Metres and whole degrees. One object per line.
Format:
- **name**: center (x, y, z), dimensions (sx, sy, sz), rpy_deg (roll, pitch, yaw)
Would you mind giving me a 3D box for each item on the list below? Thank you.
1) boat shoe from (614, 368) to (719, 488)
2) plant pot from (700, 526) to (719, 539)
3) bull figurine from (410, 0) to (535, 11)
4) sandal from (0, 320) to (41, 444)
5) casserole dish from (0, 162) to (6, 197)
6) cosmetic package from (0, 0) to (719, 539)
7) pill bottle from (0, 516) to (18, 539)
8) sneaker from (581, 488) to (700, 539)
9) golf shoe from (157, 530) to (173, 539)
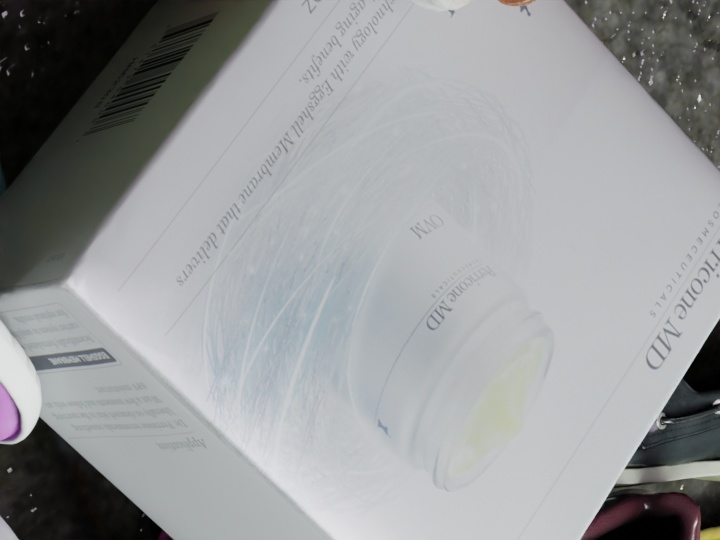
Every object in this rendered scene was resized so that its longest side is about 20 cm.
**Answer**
- **boat shoe**: center (0.122, 0.059, 1.112), dimensions (0.198, 0.074, 0.067), rpy_deg (-1, 88, -29)
- **plant pot**: center (0.181, 0.237, 1.181), dimensions (0.199, 0.200, 0.142), rpy_deg (-8, 142, -35)
- **bull figurine**: center (0.078, -0.155, 0.824), dimensions (0.200, 0.065, 0.122), rpy_deg (-31, 156, -43)
- **sandal**: center (-0.153, 0.011, 0.782), dimensions (0.050, 0.082, 0.203), rpy_deg (-57, 158, -20)
- **casserole dish**: center (-0.196, 0.010, 0.856), dimensions (0.199, 0.039, 0.122), rpy_deg (-25, 125, -28)
- **cosmetic package**: center (0.000, 0.000, 0.879), dimensions (0.200, 0.123, 0.200), rpy_deg (45, 65, -21)
- **pill bottle**: center (-0.199, 0.158, 0.873), dimensions (0.200, 0.112, 0.113), rpy_deg (-35, 128, -20)
- **sneaker**: center (0.059, 0.147, 1.057), dimensions (0.200, 0.076, 0.116), rpy_deg (-38, 171, -13)
- **golf shoe**: center (-0.033, 0.103, 1.007), dimensions (0.091, 0.075, 0.201), rpy_deg (13, 101, -38)
